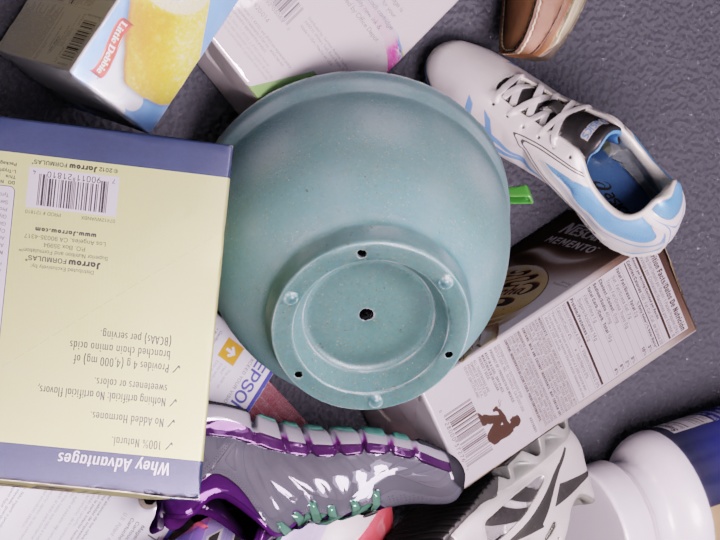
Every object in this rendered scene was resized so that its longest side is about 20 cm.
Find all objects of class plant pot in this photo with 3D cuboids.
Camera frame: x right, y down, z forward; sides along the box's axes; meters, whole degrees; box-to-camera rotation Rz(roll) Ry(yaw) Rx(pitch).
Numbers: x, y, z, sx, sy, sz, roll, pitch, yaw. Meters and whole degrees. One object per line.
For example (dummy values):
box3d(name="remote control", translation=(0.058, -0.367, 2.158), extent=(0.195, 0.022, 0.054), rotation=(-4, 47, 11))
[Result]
box3d(name="plant pot", translation=(0.000, 0.000, 1.624), extent=(0.200, 0.134, 0.201), rotation=(-3, 123, -4))

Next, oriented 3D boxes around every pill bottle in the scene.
box3d(name="pill bottle", translation=(0.241, 0.156, 1.861), extent=(0.200, 0.116, 0.116), rotation=(-16, 107, -26))

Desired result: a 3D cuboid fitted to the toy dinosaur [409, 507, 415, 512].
box3d(name="toy dinosaur", translation=(0.078, 0.211, 1.805), extent=(0.200, 0.077, 0.103), rotation=(4, 85, -34))

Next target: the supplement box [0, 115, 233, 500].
box3d(name="supplement box", translation=(-0.187, 0.023, 1.533), extent=(0.199, 0.134, 0.200), rotation=(7, 84, -11))

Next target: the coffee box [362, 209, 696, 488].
box3d(name="coffee box", translation=(0.104, 0.048, 1.765), extent=(0.200, 0.113, 0.080), rotation=(-33, 111, -21))

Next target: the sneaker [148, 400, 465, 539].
box3d(name="sneaker", translation=(-0.034, 0.141, 1.654), extent=(0.199, 0.074, 0.088), rotation=(10, 66, -13))

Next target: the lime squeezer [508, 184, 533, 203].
box3d(name="lime squeezer", translation=(0.011, -0.029, 1.730), extent=(0.200, 0.071, 0.038), rotation=(-23, 153, 7))

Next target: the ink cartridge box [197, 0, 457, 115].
box3d(name="ink cartridge box", translation=(-0.013, -0.184, 1.679), extent=(0.200, 0.067, 0.117), rotation=(-45, 118, -13))

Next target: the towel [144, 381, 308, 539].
box3d(name="towel", translation=(-0.100, 0.172, 1.730), extent=(0.200, 0.023, 0.144), rotation=(-46, 120, -12))

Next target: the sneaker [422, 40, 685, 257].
box3d(name="sneaker", translation=(0.126, -0.089, 1.724), extent=(0.200, 0.073, 0.072), rotation=(39, 55, 14))

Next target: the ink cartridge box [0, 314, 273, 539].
box3d(name="ink cartridge box", translation=(-0.179, 0.081, 1.652), extent=(0.200, 0.043, 0.197), rotation=(39, 77, -29))

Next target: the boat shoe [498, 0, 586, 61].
box3d(name="boat shoe", translation=(0.113, -0.237, 1.743), extent=(0.074, 0.076, 0.201), rotation=(14, 85, -25))

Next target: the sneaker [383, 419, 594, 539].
box3d(name="sneaker", translation=(0.085, 0.172, 1.728), extent=(0.200, 0.074, 0.089), rotation=(-38, 105, -34))

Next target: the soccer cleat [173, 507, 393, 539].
box3d(name="soccer cleat", translation=(-0.064, 0.165, 1.695), extent=(0.200, 0.067, 0.077), rotation=(-6, 84, -37))

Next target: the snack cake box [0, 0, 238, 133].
box3d(name="snack cake box", translation=(-0.118, -0.187, 1.593), extent=(0.067, 0.115, 0.200), rotation=(37, 82, -30))
